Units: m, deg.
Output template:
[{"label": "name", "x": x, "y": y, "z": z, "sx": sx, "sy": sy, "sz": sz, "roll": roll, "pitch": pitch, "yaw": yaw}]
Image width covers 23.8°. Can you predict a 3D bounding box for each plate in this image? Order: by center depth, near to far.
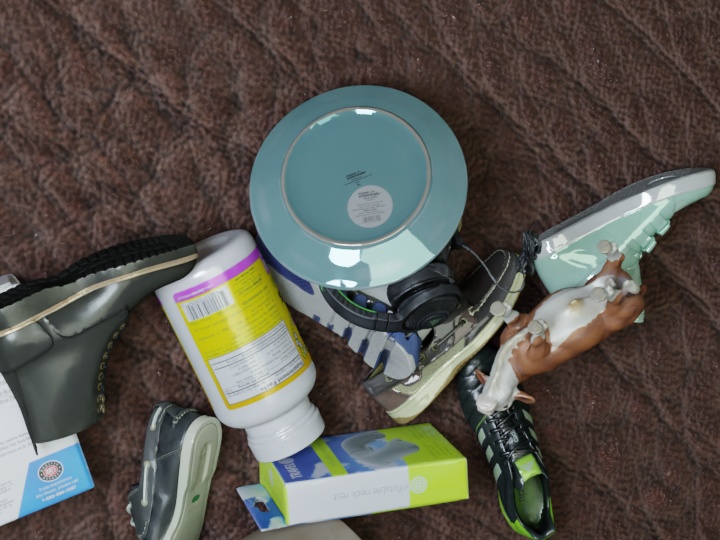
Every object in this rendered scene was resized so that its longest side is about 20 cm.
[{"label": "plate", "x": -0.003, "y": -0.080, "z": 1.519, "sx": 0.197, "sy": 0.026, "sz": 0.203, "roll": -2, "pitch": 67, "yaw": 5}]

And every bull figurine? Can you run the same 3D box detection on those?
[{"label": "bull figurine", "x": 0.180, "y": 0.054, "z": 1.594, "sx": 0.199, "sy": 0.122, "sz": 0.065, "roll": -34, "pitch": 63, "yaw": -6}]

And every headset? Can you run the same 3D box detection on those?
[{"label": "headset", "x": 0.059, "y": -0.011, "z": 1.523, "sx": 0.197, "sy": 0.094, "sz": 0.125, "roll": 2, "pitch": 64, "yaw": -5}]

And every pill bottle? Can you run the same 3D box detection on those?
[{"label": "pill bottle", "x": -0.106, "y": 0.072, "z": 1.570, "sx": 0.103, "sy": 0.104, "sz": 0.202, "roll": -27, "pitch": 104, "yaw": -10}]

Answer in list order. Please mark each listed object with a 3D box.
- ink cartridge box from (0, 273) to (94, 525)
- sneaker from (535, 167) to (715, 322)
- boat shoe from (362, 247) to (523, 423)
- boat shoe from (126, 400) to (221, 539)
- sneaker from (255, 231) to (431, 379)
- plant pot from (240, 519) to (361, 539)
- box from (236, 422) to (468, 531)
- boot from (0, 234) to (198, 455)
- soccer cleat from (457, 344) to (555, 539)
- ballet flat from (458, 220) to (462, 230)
[{"label": "ink cartridge box", "x": -0.341, "y": 0.121, "z": 1.523, "sx": 0.145, "sy": 0.084, "sz": 0.202, "roll": -20, "pitch": 101, "yaw": -13}, {"label": "sneaker", "x": 0.273, "y": -0.017, "z": 1.674, "sx": 0.199, "sy": 0.074, "sz": 0.119, "roll": -27, "pitch": 97, "yaw": 0}, {"label": "boat shoe", "x": 0.081, "y": 0.054, "z": 1.634, "sx": 0.065, "sy": 0.073, "sz": 0.201, "roll": 39, "pitch": 87, "yaw": -22}, {"label": "boat shoe", "x": -0.185, "y": 0.222, "z": 1.601, "sx": 0.067, "sy": 0.072, "sz": 0.202, "roll": 18, "pitch": 102, "yaw": 21}, {"label": "sneaker", "x": 0.001, "y": 0.000, "z": 1.600, "sx": 0.199, "sy": 0.081, "sz": 0.115, "roll": 40, "pitch": 57, "yaw": 6}, {"label": "plant pot", "x": -0.073, "y": 0.316, "z": 1.580, "sx": 0.173, "sy": 0.199, "sz": 0.201, "roll": -42, "pitch": 107, "yaw": -25}, {"label": "box", "x": -0.010, "y": 0.192, "z": 1.603, "sx": 0.197, "sy": 0.122, "sz": 0.048, "roll": -6, "pitch": 103, "yaw": -14}, {"label": "boot", "x": -0.221, "y": 0.061, "z": 1.487, "sx": 0.198, "sy": 0.077, "sz": 0.140, "roll": -21, "pitch": 106, "yaw": -10}, {"label": "soccer cleat", "x": 0.149, "y": 0.168, "z": 1.664, "sx": 0.067, "sy": 0.081, "sz": 0.202, "roll": -21, "pitch": 103, "yaw": -11}, {"label": "ballet flat", "x": 0.016, "y": -0.076, "z": 1.602, "sx": 0.199, "sy": 0.071, "sz": 0.071, "roll": 30, "pitch": 90, "yaw": -17}]
